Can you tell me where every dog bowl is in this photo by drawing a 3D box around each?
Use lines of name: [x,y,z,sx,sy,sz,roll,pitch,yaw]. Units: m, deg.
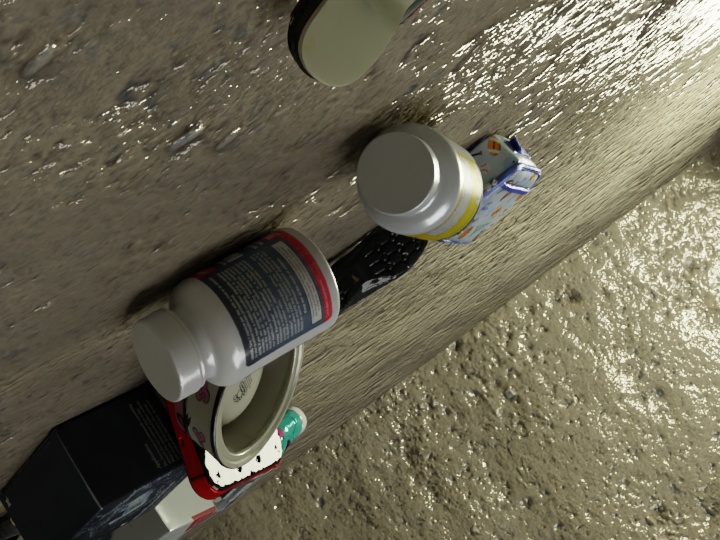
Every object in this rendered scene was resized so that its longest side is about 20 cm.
dog bowl: [-0.147,0.128,1.663,0.201,0.073,0.202,-51,153,-40]

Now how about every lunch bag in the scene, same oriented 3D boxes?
lunch bag: [0.159,-0.107,1.831,0.160,0.076,0.200,-40,170,13]

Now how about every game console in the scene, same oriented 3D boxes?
game console: [-0.176,0.185,1.773,0.031,0.179,0.199,-23,177,26]

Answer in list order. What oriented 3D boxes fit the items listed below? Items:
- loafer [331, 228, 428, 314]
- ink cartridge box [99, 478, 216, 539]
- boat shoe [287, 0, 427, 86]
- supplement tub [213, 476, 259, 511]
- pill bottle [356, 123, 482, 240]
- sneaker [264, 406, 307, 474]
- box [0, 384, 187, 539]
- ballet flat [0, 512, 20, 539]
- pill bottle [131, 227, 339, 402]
loafer: [0.000,0.000,1.836,0.199,0.069,0.070,-36,-171,-12]
ink cartridge box: [-0.352,0.366,2.095,0.199,0.146,0.145,-38,170,21]
boat shoe: [0.027,-0.212,0.954,0.201,0.074,0.063,-46,-154,1]
supplement tub: [-0.225,0.317,2.353,0.122,0.123,0.200,-26,166,-41]
pill bottle: [0.058,-0.091,1.450,0.112,0.113,0.200,-37,170,11]
sneaker: [-0.193,0.358,2.750,0.201,0.084,0.120,-52,168,33]
box: [-0.320,0.254,1.773,0.199,0.118,0.197,-24,165,-45]
ballet flat: [-0.480,0.368,1.928,0.066,0.057,0.200,-27,167,-43]
pill bottle: [-0.130,0.048,1.446,0.199,0.120,0.120,-29,169,-30]
